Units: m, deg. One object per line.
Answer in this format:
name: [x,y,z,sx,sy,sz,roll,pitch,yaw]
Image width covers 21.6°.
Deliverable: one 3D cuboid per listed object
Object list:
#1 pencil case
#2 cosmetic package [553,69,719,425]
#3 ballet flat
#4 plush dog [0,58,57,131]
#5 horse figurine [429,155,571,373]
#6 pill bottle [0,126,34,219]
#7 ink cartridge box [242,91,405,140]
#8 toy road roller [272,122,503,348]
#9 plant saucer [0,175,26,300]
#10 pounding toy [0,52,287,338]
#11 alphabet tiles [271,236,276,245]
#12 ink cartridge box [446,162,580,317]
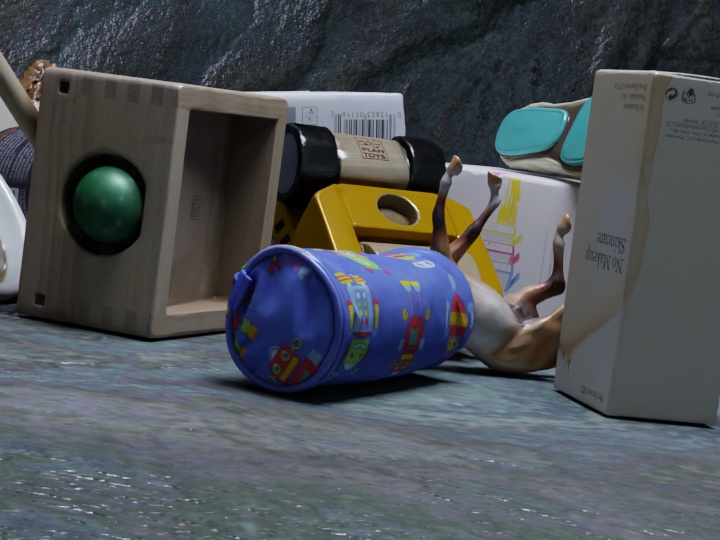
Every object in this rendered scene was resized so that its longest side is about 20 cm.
pencil case: [-0.006,0.023,1.086,0.087,0.078,0.200,28,12,22]
cosmetic package: [0.176,-0.016,1.133,0.073,0.201,0.104,7,3,-14]
ballet flat: [0.166,-0.090,1.350,0.069,0.070,0.200,6,5,-21]
plush dog: [-0.300,-0.089,1.752,0.199,0.161,0.172,10,-21,12]
horse figurine: [0.085,0.013,1.214,0.199,0.133,0.050,26,7,-25]
pill bottle: [-0.235,-0.059,1.466,0.199,0.107,0.106,7,3,44]
ink cartridge box: [-0.085,-0.115,1.452,0.159,0.048,0.200,-4,5,-33]
toy road roller: [0.000,0.000,1.333,0.122,0.146,0.200,4,42,-27]
plant saucer: [-0.304,-0.051,1.259,0.200,0.050,0.200,48,15,-17]
pounding toy: [-0.157,-0.061,1.217,0.142,0.185,0.200,9,5,22]
alphabet tiles: [-0.052,-0.063,1.498,0.195,0.015,0.200,15,45,11]
ink cartridge box: [0.124,-0.009,1.405,0.199,0.126,0.128,11,6,38]
